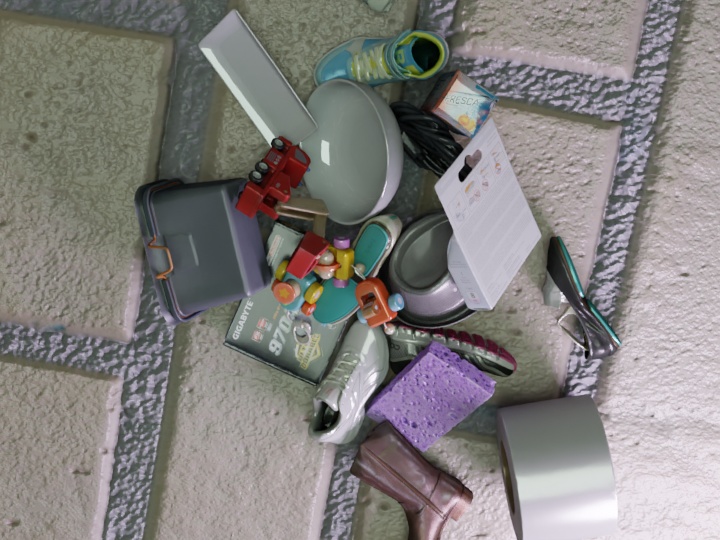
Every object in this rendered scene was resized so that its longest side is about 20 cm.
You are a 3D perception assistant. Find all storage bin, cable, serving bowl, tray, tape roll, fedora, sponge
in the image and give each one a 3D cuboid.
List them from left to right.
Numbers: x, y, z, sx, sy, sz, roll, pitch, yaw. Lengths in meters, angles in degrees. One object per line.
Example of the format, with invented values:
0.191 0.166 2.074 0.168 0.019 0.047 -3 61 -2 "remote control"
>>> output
-0.216 -0.037 1.488 0.133 0.145 0.203 -10 99 22 "storage bin"
-0.141 -0.266 1.511 0.107 0.022 0.201 -27 101 46 "tray"
-0.004 -0.167 1.487 0.065 0.199 0.203 -12 102 -39 "serving bowl"
0.099 0.186 1.547 0.111 0.030 0.200 34 138 -6 "sponge"
0.110 -0.020 1.497 0.200 0.090 0.177 -43 64 -8 "fedora"
0.116 -0.161 1.480 0.051 0.163 0.200 -41 93 -7 "cable"
0.279 0.289 1.540 0.137 0.203 0.206 -10 100 1 "tape roll"

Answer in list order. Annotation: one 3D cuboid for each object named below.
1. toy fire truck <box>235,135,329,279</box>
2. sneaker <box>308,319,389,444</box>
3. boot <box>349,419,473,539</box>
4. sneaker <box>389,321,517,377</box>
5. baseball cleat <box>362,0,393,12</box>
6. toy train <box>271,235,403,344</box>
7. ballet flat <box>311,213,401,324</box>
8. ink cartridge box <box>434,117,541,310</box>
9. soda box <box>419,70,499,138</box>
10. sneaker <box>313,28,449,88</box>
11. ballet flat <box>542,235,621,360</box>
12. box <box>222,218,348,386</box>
-0.094 -0.092 1.461 0.140 0.201 0.049 32 129 -5 "toy fire truck"
-0.021 0.167 1.558 0.077 0.099 0.203 21 99 26 "sneaker"
0.046 0.347 1.603 0.199 0.064 0.187 38 85 -17 "boot"
0.130 0.137 1.579 0.197 0.074 0.089 13 101 1 "sneaker"
0.058 -0.461 1.477 0.106 0.070 0.201 37 97 -7 "baseball cleat"
-0.045 0.039 1.475 0.198 0.055 0.152 -18 96 33 "toy train"
0.000 0.000 1.507 0.067 0.062 0.201 42 122 6 "ballet flat"
0.160 -0.075 1.425 0.163 0.057 0.201 -50 121 -35 "ink cartridge box"
0.132 -0.227 1.450 0.068 0.200 0.064 33 97 -7 "soda box"
0.028 -0.291 1.474 0.197 0.131 0.081 -15 100 3 "sneaker"
0.311 0.049 1.569 0.068 0.068 0.201 -29 98 13 "ballet flat"
-0.093 0.047 1.572 0.157 0.046 0.202 24 98 -5 "box"
